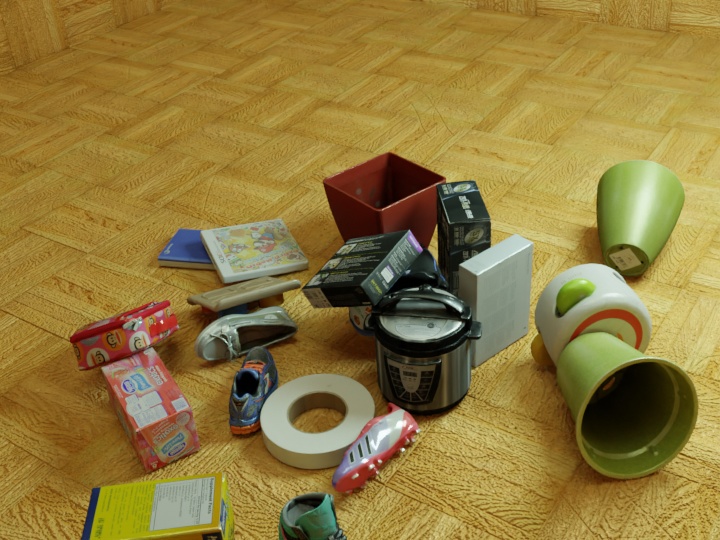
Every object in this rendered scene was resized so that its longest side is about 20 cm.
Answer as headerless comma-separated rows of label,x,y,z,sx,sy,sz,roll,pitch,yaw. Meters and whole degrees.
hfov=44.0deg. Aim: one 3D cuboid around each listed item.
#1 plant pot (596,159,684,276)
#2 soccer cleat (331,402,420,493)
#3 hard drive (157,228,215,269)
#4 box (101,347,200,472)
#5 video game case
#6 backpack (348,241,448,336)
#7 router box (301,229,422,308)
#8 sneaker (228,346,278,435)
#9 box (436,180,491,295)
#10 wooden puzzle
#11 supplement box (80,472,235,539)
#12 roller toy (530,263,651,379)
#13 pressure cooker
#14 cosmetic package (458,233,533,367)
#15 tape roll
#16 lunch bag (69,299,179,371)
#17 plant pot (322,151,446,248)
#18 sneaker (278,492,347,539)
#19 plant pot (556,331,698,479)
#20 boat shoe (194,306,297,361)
plant pot,0.570,-0.091,1.857,0.183,0.189,0.202,9,49,20
soccer cleat,0.014,0.282,1.418,0.076,0.067,0.198,40,45,23
hard drive,-0.343,-0.048,2.020,0.195,0.026,0.133,4,34,13
box,-0.360,0.234,1.520,0.101,0.096,0.200,-21,35,-24
video game case,-0.236,-0.047,1.967,0.196,0.023,0.183,-10,39,-23
backpack,0.063,0.050,1.701,0.186,0.157,0.201,-8,22,-5
router box,0.000,0.000,1.607,0.149,0.051,0.198,-47,22,-27
sneaker,-0.189,0.196,1.573,0.074,0.080,0.201,-2,33,3
box,0.206,-0.053,1.794,0.084,0.204,0.165,-5,32,-2
wooden puzzle,-0.233,0.056,1.778,0.182,0.047,0.199,-15,8,-27
supplement box,-0.285,0.378,1.275,0.195,0.111,0.110,-6,32,-1
roller toy,0.403,0.092,1.565,0.178,0.204,0.141,3,29,-12
pressure cooker,0.105,0.122,1.537,0.173,0.204,0.178,-20,36,-24
cosmetic package,0.246,0.055,1.622,0.149,0.204,0.051,-25,38,-30
tape roll,-0.071,0.252,1.511,0.198,0.038,0.204,-3,32,2
lunch bag,-0.423,0.115,1.650,0.173,0.084,0.200,-18,5,11
plant pot,0.056,-0.118,1.938,0.198,0.179,0.199,-26,37,-30
sneaker,-0.043,0.376,1.235,0.198,0.123,0.083,23,41,36
plant pot,0.403,0.193,1.423,0.196,0.205,0.185,-9,21,-7
boat shoe,-0.217,0.125,1.695,0.198,0.076,0.065,-14,28,-27
